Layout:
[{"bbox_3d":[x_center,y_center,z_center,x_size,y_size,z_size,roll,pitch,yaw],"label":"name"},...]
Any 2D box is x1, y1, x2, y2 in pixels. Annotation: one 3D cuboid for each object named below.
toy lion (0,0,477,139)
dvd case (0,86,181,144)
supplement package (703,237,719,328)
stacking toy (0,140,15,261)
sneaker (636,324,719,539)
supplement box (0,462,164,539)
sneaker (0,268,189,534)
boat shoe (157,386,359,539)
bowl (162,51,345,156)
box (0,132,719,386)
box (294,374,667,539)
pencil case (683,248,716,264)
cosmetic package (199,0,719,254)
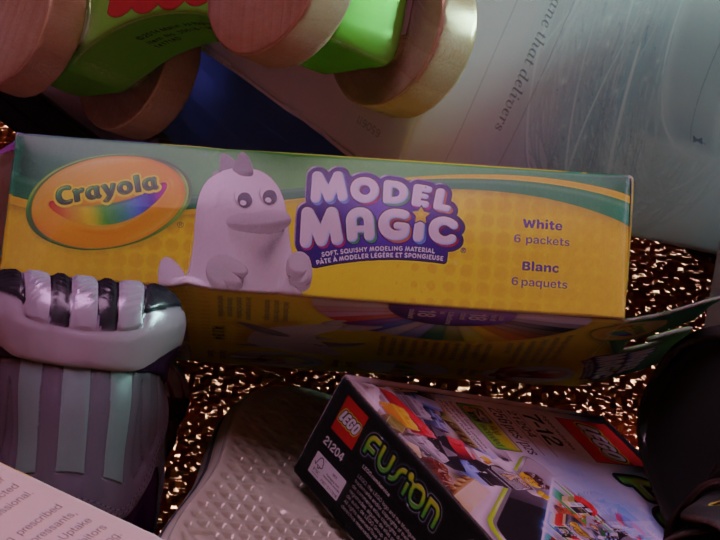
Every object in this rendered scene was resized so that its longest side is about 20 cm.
[{"bbox_3d":[-0.024,-0.142,0.754,0.069,0.192,0.200,19,-14,-40],"label":"toy lion"},{"bbox_3d":[-0.047,-0.049,0.904,0.143,0.018,0.200,38,22,1],"label":"dvd case"},{"bbox_3d":[0.229,0.015,0.770,0.199,0.152,0.151,-7,38,-15],"label":"supplement package"},{"bbox_3d":[-0.085,-0.035,0.940,0.085,0.086,0.200,8,24,11],"label":"stacking toy"},{"bbox_3d":[0.100,0.061,0.645,0.106,0.075,0.200,15,18,-27],"label":"sneaker"},{"bbox_3d":[-0.055,0.132,0.594,0.200,0.126,0.073,22,37,29],"label":"supplement box"},{"bbox_3d":[-0.089,0.059,0.734,0.074,0.088,0.200,5,-12,-3],"label":"sneaker"},{"bbox_3d":[-0.022,0.085,0.741,0.074,0.062,0.200,25,19,7],"label":"boat shoe"},{"bbox_3d":[-0.006,-0.065,0.921,0.200,0.039,0.201,31,22,-14],"label":"bowl"},{"bbox_3d":[0.000,0.000,0.748,0.199,0.049,0.117,6,-12,-2],"label":"box"},{"bbox_3d":[0.077,0.103,0.678,0.110,0.035,0.200,11,25,-42],"label":"box"},{"bbox_3d":[0.128,-0.061,0.969,0.083,0.087,0.200,-31,43,-15],"label":"pencil case"},{"bbox_3d":[0.087,-0.123,0.816,0.200,0.200,0.123,9,20,-42],"label":"cosmetic package"}]
